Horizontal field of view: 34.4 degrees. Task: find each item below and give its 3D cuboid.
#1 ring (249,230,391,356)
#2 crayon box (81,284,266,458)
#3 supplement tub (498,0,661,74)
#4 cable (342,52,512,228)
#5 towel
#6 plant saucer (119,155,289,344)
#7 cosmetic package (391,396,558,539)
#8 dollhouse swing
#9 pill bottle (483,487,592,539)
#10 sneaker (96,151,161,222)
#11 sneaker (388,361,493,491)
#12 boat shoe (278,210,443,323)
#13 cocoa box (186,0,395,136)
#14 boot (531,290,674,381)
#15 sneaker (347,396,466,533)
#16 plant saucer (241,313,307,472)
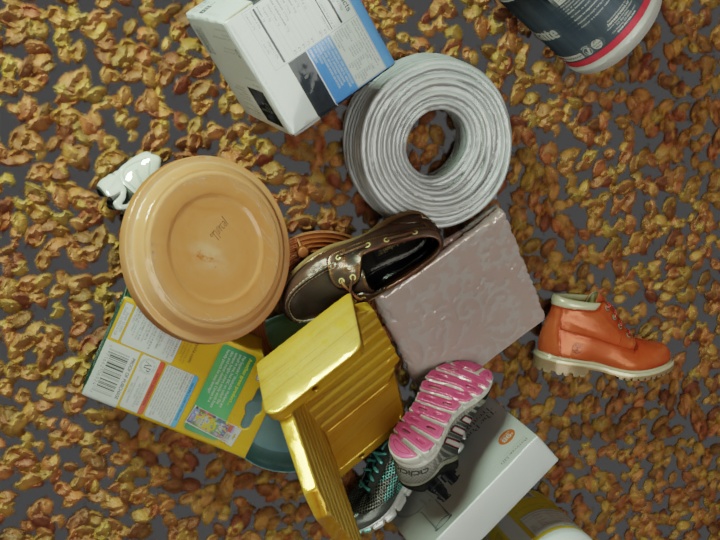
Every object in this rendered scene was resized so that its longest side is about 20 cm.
[{"bbox_3d":[-0.048,0.054,1.351,0.198,0.019,0.203,-5,106,-18],"label":"ring"},{"bbox_3d":[-0.194,0.113,1.300,0.198,0.052,0.127,24,105,-13],"label":"crayon box"},{"bbox_3d":[0.230,-0.332,1.309,0.199,0.140,0.141,36,90,-24],"label":"supplement tub"},{"bbox_3d":[0.079,-0.147,1.343,0.197,0.069,0.203,-9,107,-17],"label":"cable"},{"bbox_3d":[0.120,0.042,1.400,0.190,0.032,0.201,-35,131,-9],"label":"towel"},{"bbox_3d":[-0.160,-0.023,1.246,0.198,0.032,0.204,3,84,-35],"label":"plant saucer"},{"bbox_3d":[0.129,0.261,1.426,0.200,0.151,0.052,-45,114,-4],"label":"cosmetic package"},{"bbox_3d":[-0.001,0.175,1.271,0.181,0.176,0.201,-37,144,-6],"label":"dollhouse swing"},{"bbox_3d":[0.234,0.361,1.462,0.110,0.200,0.114,-5,106,-17],"label":"pill bottle"},{"bbox_3d":[-0.197,-0.042,1.276,0.081,0.075,0.201,-44,114,-13],"label":"sneaker"},{"bbox_3d":[0.095,0.185,1.373,0.200,0.073,0.088,-46,145,-45],"label":"sneaker"},{"bbox_3d":[0.000,0.000,1.297,0.199,0.070,0.071,-32,120,1],"label":"boat shoe"},{"bbox_3d":[-0.075,-0.238,1.192,0.131,0.200,0.134,-36,112,-8],"label":"cocoa box"},{"bbox_3d":[0.322,0.083,1.492,0.197,0.075,0.109,7,97,-20],"label":"boot"},{"bbox_3d":[0.034,0.234,1.427,0.200,0.077,0.092,-43,117,-13],"label":"sneaker"},{"bbox_3d":[-0.078,0.142,1.388,0.197,0.027,0.203,-5,106,-18],"label":"plant saucer"}]
